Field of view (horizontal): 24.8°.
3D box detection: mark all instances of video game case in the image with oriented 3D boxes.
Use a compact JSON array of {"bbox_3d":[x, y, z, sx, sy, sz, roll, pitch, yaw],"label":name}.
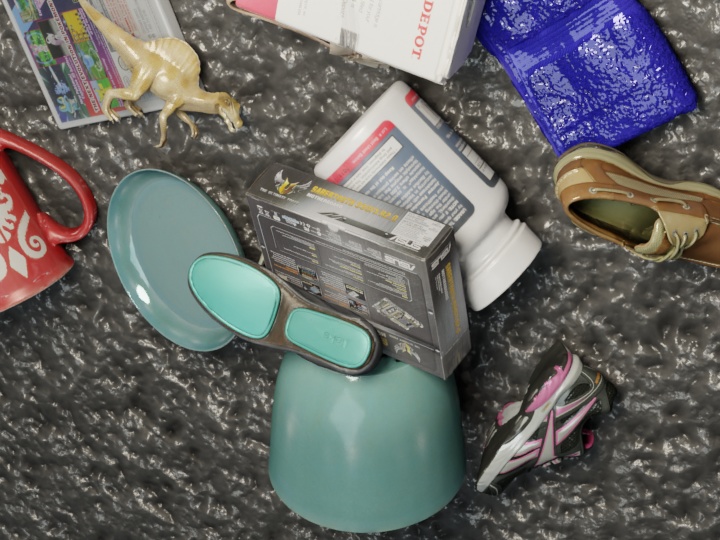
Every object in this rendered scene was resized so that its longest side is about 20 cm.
[{"bbox_3d":[-0.263,-0.245,1.613,0.181,0.023,0.201,-7,117,30],"label":"video game case"}]

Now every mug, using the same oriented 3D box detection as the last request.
[{"bbox_3d":[-0.391,-0.076,1.742,0.201,0.177,0.133,64,161,-14],"label":"mug"}]

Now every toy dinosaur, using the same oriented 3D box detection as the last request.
[{"bbox_3d":[-0.204,-0.188,1.582,0.199,0.058,0.101,36,115,-8],"label":"toy dinosaur"}]

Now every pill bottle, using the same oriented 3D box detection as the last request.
[{"bbox_3d":[0.065,-0.063,1.499,0.200,0.120,0.120,45,129,-5],"label":"pill bottle"}]

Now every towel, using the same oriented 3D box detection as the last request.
[{"bbox_3d":[0.181,-0.191,1.406,0.147,0.050,0.201,-27,105,37],"label":"towel"}]

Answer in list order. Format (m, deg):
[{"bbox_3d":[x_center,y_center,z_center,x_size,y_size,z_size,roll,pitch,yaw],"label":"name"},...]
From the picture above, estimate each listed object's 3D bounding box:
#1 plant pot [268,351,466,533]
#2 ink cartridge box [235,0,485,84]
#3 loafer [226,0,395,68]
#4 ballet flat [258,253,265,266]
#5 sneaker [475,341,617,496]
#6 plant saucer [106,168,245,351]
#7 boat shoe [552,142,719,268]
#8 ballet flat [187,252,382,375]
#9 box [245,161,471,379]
[{"bbox_3d":[0.005,0.127,1.590,0.199,0.201,0.162,12,128,19],"label":"plant pot"},{"bbox_3d":[0.010,-0.264,1.370,0.199,0.085,0.147,23,124,13],"label":"ink cartridge box"},{"bbox_3d":[-0.028,-0.220,1.474,0.199,0.063,0.072,29,156,11],"label":"loafer"},{"bbox_3d":[-0.053,-0.023,1.614,0.071,0.070,0.200,32,134,-19],"label":"ballet flat"},{"bbox_3d":[0.183,0.165,1.614,0.086,0.081,0.200,27,134,-5],"label":"sneaker"},{"bbox_3d":[-0.184,-0.014,1.688,0.199,0.027,0.202,21,124,34],"label":"plant saucer"},{"bbox_3d":[0.256,-0.039,1.423,0.198,0.074,0.076,20,133,-9],"label":"boat shoe"},{"bbox_3d":[-0.066,0.043,1.505,0.199,0.073,0.074,24,128,16],"label":"ballet flat"},{"bbox_3d":[0.000,0.000,1.487,0.199,0.048,0.159,21,144,30],"label":"box"}]
